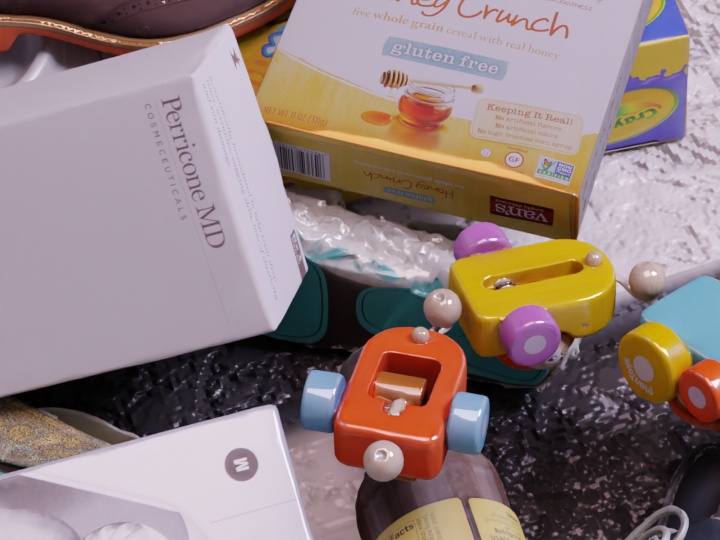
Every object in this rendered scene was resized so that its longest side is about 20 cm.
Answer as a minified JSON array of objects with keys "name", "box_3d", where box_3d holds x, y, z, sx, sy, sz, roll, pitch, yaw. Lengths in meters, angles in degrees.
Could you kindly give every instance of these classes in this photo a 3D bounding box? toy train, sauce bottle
[{"name":"toy train","box_3d":[0.083,0.049,1.014,0.199,0.056,0.150,6,39,7]},{"name":"sauce bottle","box_3d":[0.035,0.113,1.027,0.064,0.065,0.200,-12,50,-5]}]

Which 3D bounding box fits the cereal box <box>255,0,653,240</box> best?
[{"name":"cereal box","box_3d":[0.049,-0.114,1.133,0.143,0.040,0.201,12,57,11]}]

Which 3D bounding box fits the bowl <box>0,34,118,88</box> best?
[{"name":"bowl","box_3d":[-0.173,-0.068,1.172,0.200,0.094,0.201,-2,50,3]}]

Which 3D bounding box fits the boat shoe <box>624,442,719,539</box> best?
[{"name":"boat shoe","box_3d":[0.116,0.129,0.981,0.062,0.075,0.200,29,42,-9]}]

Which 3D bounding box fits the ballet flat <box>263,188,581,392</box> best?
[{"name":"ballet flat","box_3d":[0.000,0.000,1.125,0.199,0.072,0.072,16,54,8]}]

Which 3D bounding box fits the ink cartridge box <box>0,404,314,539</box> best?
[{"name":"ink cartridge box","box_3d":[-0.099,0.168,0.961,0.199,0.041,0.200,-16,76,-7]}]

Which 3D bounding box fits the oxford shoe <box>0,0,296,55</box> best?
[{"name":"oxford shoe","box_3d":[-0.110,-0.137,1.125,0.199,0.073,0.071,-7,47,-24]}]

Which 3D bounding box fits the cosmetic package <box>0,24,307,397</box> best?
[{"name":"cosmetic package","box_3d":[-0.132,-0.015,1.063,0.199,0.113,0.081,-15,15,16]}]

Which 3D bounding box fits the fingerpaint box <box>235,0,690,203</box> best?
[{"name":"fingerpaint box","box_3d":[0.033,-0.124,1.213,0.199,0.073,0.167,-11,51,-4]}]

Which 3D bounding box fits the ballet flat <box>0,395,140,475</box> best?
[{"name":"ballet flat","box_3d":[-0.090,0.095,1.055,0.199,0.071,0.071,18,55,18]}]
